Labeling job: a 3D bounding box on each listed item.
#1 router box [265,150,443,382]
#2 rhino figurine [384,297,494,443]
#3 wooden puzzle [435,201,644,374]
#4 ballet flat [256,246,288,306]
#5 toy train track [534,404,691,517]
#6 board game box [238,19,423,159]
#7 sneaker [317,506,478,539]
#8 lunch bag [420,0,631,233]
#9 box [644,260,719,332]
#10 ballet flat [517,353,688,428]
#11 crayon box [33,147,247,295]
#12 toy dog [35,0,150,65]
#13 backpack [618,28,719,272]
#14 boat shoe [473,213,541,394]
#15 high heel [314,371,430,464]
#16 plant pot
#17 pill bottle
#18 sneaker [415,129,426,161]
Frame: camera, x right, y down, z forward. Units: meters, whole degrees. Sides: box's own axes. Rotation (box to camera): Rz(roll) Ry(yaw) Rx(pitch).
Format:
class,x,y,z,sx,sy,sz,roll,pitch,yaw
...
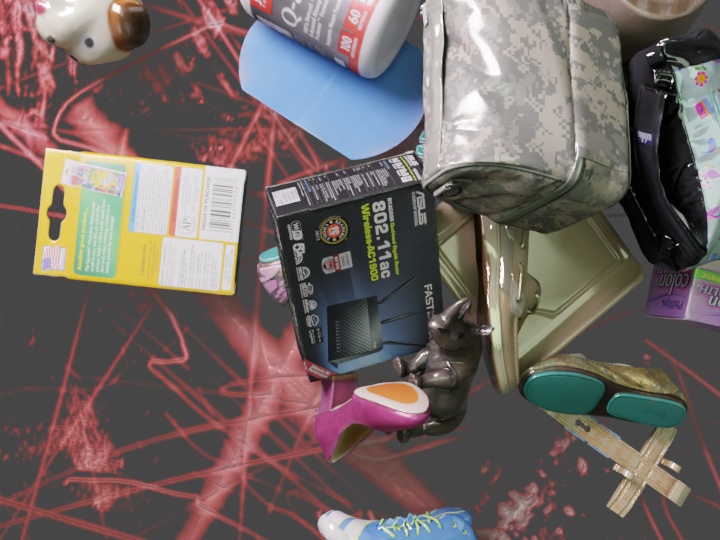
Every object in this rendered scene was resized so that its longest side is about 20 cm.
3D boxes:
class,x,y,z,sx,sy,sz,roll,pitch,yaw
router box,0.000,0.000,0.799,0.147,0.062,0.202,-15,125,-9
rhino figurine,0.080,0.097,0.814,0.086,0.060,0.202,-10,135,-23
wooden puzzle,0.178,-0.018,0.886,0.184,0.037,0.201,-38,89,-4
ballet flat,-0.010,-0.024,0.854,0.198,0.069,0.072,-27,111,-1
toy train track,0.279,0.194,0.894,0.199,0.033,0.116,34,87,-4
board game box,-0.026,-0.197,0.856,0.198,0.039,0.159,32,66,3
sneaker,0.054,0.279,0.858,0.199,0.076,0.106,34,74,-12
lunch bag,0.131,-0.149,0.726,0.165,0.139,0.204,11,72,-27
box,0.422,-0.030,0.878,0.173,0.097,0.204,12,88,-6
ballet flat,0.252,0.120,0.874,0.197,0.071,0.072,12,89,-12
crayon box,-0.218,-0.048,0.834,0.196,0.052,0.128,6,89,-7
toy dog,-0.272,-0.302,0.795,0.138,0.193,0.204,-4,95,30
backpack,0.301,-0.104,0.758,0.125,0.167,0.203,-19,90,-5
boat shoe,0.153,0.021,0.831,0.064,0.072,0.204,-2,82,-1
high heel,0.008,0.155,0.786,0.066,0.199,0.098,-3,91,-32
plant pot,0.262,-0.283,0.824,0.196,0.174,0.204,0,90,-5
pill bottle,-0.048,-0.281,0.797,0.198,0.116,0.117,29,87,9
sneaker,0.113,-0.156,0.863,0.077,0.091,0.202,11,65,26
